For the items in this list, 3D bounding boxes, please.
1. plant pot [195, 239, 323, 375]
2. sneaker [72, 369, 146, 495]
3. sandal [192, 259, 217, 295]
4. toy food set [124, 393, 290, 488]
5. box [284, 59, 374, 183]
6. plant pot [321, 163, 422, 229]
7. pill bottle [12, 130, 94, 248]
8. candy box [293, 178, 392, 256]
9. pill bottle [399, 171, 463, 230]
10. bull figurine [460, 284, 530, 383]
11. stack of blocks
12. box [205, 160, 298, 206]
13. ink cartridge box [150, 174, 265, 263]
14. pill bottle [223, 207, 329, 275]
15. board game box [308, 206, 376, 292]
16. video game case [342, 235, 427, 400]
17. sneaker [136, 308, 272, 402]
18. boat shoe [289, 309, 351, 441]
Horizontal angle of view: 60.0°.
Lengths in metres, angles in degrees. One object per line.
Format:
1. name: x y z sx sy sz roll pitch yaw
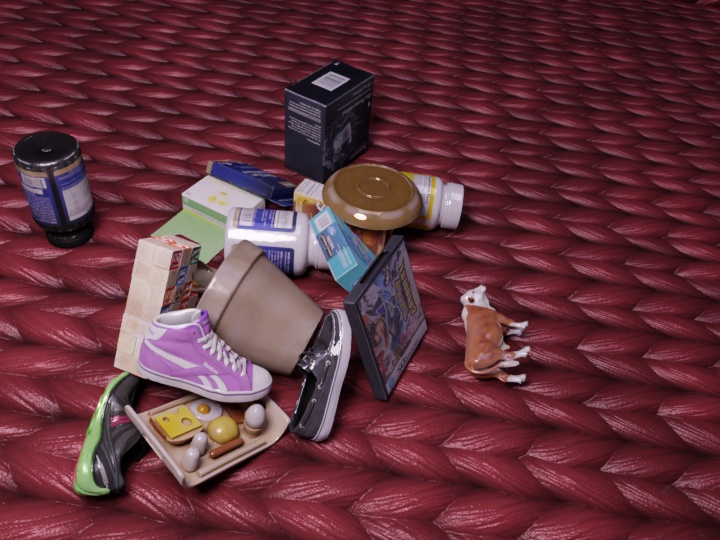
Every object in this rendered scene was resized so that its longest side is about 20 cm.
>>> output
1. plant pot: -0.160 0.077 1.008 0.172 0.201 0.201 29 45 0
2. sneaker: -0.348 0.234 0.897 0.083 0.077 0.201 21 40 -19
3. sandal: -0.305 0.009 1.136 0.198 0.054 0.081 9 43 1
4. toy food set: -0.217 0.212 0.900 0.143 0.061 0.199 38 30 27
5. box: -0.072 -0.342 1.430 0.117 0.201 0.197 27 47 21
6. plant pot: 0.025 -0.152 1.205 0.197 0.028 0.201 4 44 -4
7. pill bottle: -0.557 -0.143 1.153 0.110 0.201 0.113 4 43 -4
8. candy box: -0.036 -0.093 1.238 0.198 0.117 0.057 20 44 13
9. pill bottle: 0.111 -0.147 1.317 0.198 0.115 0.115 9 43 0
10. bull figurine: 0.231 0.112 1.098 0.120 0.066 0.201 9 44 5
11. stack of blocks: -0.306 0.051 0.967 0.058 0.202 0.115 18 12 10
12. box: -0.215 -0.189 1.338 0.198 0.033 0.121 26 17 16
13. ink cartridge box: -0.307 -0.112 1.270 0.144 0.048 0.200 25 44 16
14. pill bottle: -0.149 -0.053 1.177 0.197 0.121 0.120 5 43 -4
15. board game box: 0.000 0.000 1.097 0.047 0.200 0.152 -35 48 10
16. video game case: 0.048 0.076 1.019 0.025 0.202 0.181 4 38 31
17. sneaker: -0.210 0.119 0.898 0.199 0.115 0.073 16 22 -21
18. boat shoe: -0.067 0.154 0.945 0.066 0.202 0.070 16 -7 -30
